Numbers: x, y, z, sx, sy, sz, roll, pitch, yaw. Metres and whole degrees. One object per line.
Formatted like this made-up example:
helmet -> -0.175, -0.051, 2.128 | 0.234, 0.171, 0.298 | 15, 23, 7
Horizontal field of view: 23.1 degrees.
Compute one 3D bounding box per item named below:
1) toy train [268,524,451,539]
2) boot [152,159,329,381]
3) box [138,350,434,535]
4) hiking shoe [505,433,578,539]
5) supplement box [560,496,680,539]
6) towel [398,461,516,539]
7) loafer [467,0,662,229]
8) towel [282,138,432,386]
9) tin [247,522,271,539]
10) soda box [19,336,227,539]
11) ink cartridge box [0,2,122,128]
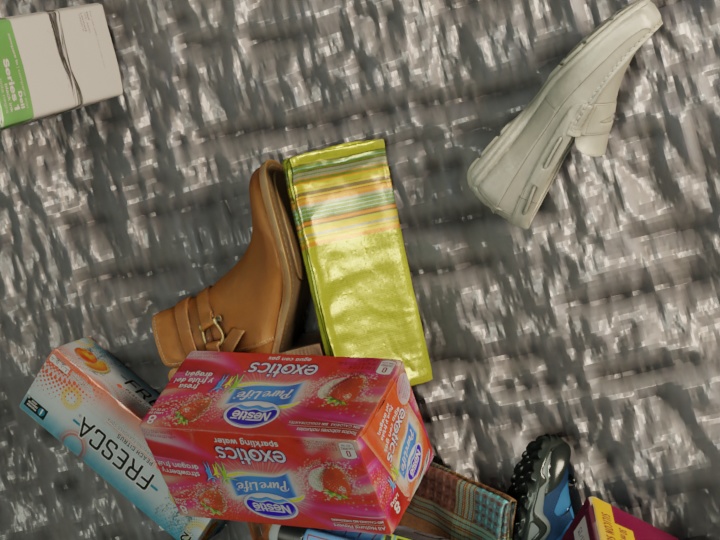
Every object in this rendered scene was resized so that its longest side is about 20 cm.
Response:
toy train -> 0.000, 0.247, 1.358 | 0.199, 0.087, 0.115 | 12, 82, 29
boot -> -0.103, 0.020, 1.440 | 0.154, 0.074, 0.202 | -11, 92, 27
box -> -0.056, 0.131, 1.366 | 0.198, 0.096, 0.100 | 1, 128, 29
hiking shoe -> 0.156, 0.228, 1.383 | 0.086, 0.074, 0.202 | 4, 96, -8
supplement box -> 0.233, 0.273, 1.283 | 0.199, 0.131, 0.104 | 27, 108, -8
towel -> 0.058, 0.256, 1.411 | 0.146, 0.022, 0.202 | 18, 108, 44
loafer -> 0.162, -0.116, 1.318 | 0.070, 0.070, 0.200 | 43, 119, 5
towel -> 0.000, 0.000, 1.399 | 0.085, 0.018, 0.202 | -14, 95, -17
tin -> -0.028, 0.227, 1.439 | 0.111, 0.042, 0.202 | -24, 75, 30
soda box -> -0.188, 0.145, 1.496 | 0.200, 0.064, 0.069 | 38, 108, 12
ink cartridge box -> -0.303, -0.153, 1.420 | 0.145, 0.200, 0.085 | -12, 98, 23
